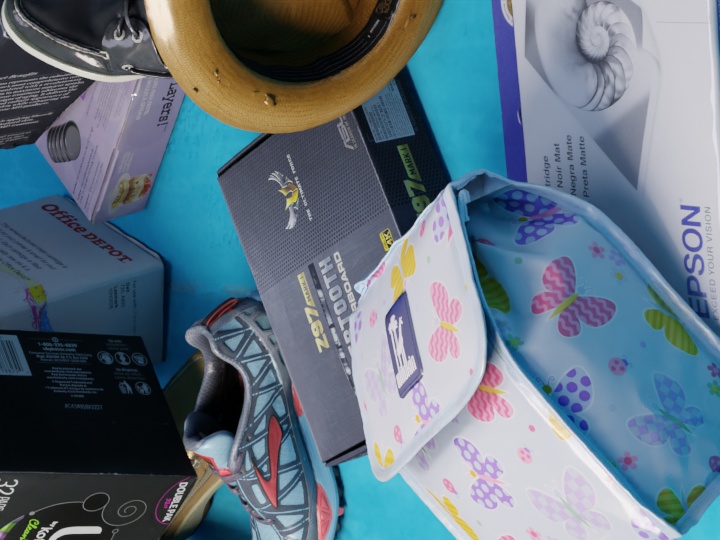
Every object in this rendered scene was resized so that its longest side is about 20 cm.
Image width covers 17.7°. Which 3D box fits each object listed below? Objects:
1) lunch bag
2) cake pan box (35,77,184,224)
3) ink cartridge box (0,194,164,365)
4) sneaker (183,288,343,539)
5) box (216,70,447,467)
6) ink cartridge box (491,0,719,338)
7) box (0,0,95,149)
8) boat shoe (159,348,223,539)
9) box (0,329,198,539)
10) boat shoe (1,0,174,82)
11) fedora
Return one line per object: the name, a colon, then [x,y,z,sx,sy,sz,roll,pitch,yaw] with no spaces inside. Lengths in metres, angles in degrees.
lunch bag: [0.082,0.060,1.168,0.200,0.127,0.170,50,149,4]
cake pan box: [-0.185,-0.165,1.563,0.184,0.052,0.200,49,137,29]
ink cartridge box: [-0.254,0.029,1.594,0.145,0.200,0.084,31,128,44]
sneaker: [-0.074,0.111,1.467,0.079,0.095,0.200,9,108,52]
box: [0.000,0.000,1.370,0.158,0.051,0.200,-32,75,54]
ink cartridge box: [0.124,-0.073,1.189,0.200,0.041,0.200,9,108,52]
box: [-0.249,-0.202,1.495,0.197,0.124,0.200,-34,73,49]
boat shoe: [-0.128,0.126,1.561,0.072,0.076,0.200,51,137,30]
box: [-0.223,0.148,1.487,0.200,0.148,0.124,-57,43,35]
boat shoe: [-0.111,-0.146,1.356,0.066,0.199,0.075,111,175,-67]
fedora: [-0.044,-0.177,1.264,0.082,0.200,0.201,42,133,50]
